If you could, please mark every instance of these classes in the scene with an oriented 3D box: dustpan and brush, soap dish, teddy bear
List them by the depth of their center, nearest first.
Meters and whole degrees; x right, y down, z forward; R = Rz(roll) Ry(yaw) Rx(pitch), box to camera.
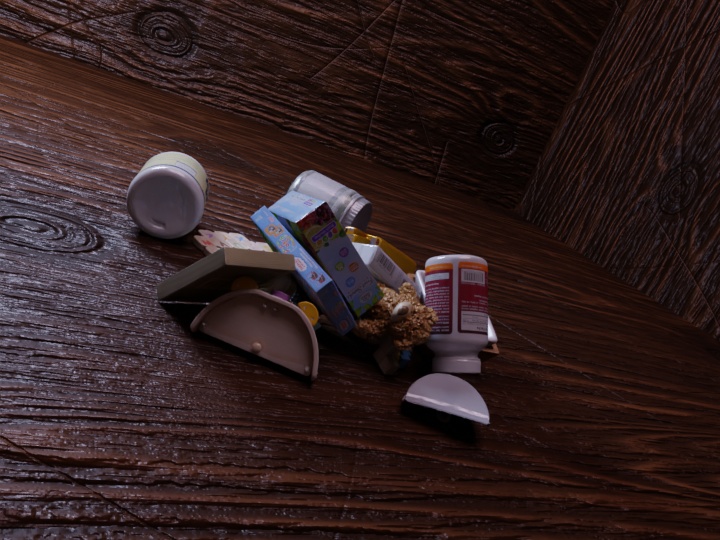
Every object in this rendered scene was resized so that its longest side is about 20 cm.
[{"bbox_3d":[0.146,0.205,1.044,0.139,0.058,0.200,15,23,7],"label":"dustpan and brush"},{"bbox_3d":[0.044,0.065,1.091,0.144,0.067,0.200,-12,25,-13],"label":"teddy bear"},{"bbox_3d":[0.176,0.096,1.261,0.157,0.081,0.200,12,36,-18],"label":"soap dish"}]

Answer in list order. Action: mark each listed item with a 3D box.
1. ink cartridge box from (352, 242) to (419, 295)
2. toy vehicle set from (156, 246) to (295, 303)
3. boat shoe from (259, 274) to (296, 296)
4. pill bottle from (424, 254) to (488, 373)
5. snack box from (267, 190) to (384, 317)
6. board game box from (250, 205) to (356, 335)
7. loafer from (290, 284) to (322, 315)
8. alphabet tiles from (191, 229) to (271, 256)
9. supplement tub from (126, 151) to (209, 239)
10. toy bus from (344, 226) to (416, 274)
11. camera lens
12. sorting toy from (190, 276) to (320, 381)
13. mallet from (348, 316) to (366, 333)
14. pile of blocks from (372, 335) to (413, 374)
[{"bbox_3d":[0.000,0.000,1.253,0.199,0.047,0.160,12,-22,45],"label":"ink cartridge box"},{"bbox_3d":[-0.210,0.012,0.963,0.124,0.027,0.200,6,-21,-45],"label":"toy vehicle set"},{"bbox_3d":[-0.181,0.019,1.093,0.069,0.074,0.200,35,-15,-33],"label":"boat shoe"},{"bbox_3d":[0.169,0.080,1.105,0.112,0.201,0.113,2,-10,0],"label":"pill bottle"},{"bbox_3d":[-0.062,-0.032,1.077,0.200,0.068,0.169,59,-14,-25],"label":"snack box"},{"bbox_3d":[-0.093,0.001,1.030,0.200,0.037,0.151,45,-11,33],"label":"board game box"},{"bbox_3d":[-0.142,0.036,1.160,0.200,0.073,0.071,34,-13,30],"label":"loafer"},{"bbox_3d":[-0.248,-0.040,1.314,0.199,0.015,0.195,5,25,-47],"label":"alphabet tiles"},{"bbox_3d":[-0.385,-0.160,1.273,0.144,0.146,0.200,18,18,-16],"label":"supplement tub"},{"bbox_3d":[0.035,-0.027,1.317,0.078,0.065,0.200,17,-8,36],"label":"toy bus"},{"bbox_3d":[-0.090,-0.152,1.601,0.199,0.161,0.160,28,18,14],"label":"camera lens"},{"bbox_3d":[-0.142,0.080,0.999,0.199,0.107,0.180,23,-2,-1],"label":"sorting toy"},{"bbox_3d":[-0.056,0.047,1.200,0.200,0.041,0.066,45,29,23],"label":"mallet"},{"bbox_3d":[0.075,0.119,1.137,0.082,0.062,0.200,34,23,-11],"label":"pile of blocks"}]
